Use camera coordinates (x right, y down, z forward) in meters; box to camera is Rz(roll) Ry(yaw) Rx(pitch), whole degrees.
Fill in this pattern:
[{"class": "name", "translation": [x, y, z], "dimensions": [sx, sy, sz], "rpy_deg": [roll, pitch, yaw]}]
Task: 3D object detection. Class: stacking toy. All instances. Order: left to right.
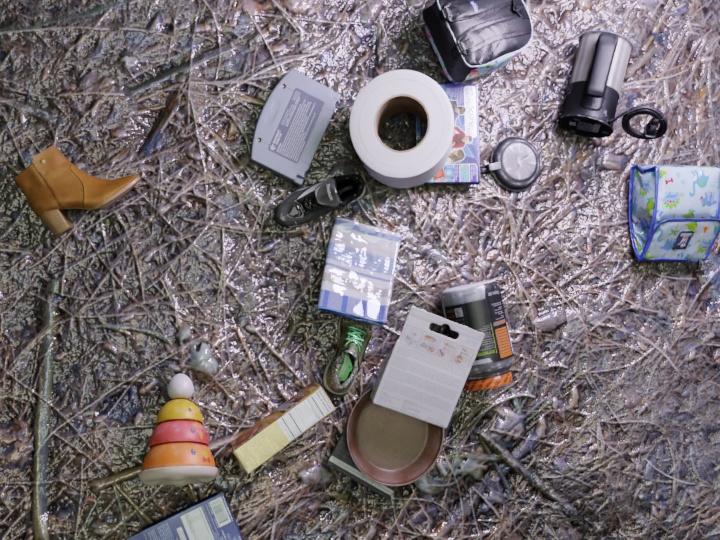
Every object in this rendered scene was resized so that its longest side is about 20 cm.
[{"class": "stacking toy", "translation": [-0.336, 0.290, 1.566], "dimensions": [0.143, 0.146, 0.204], "rpy_deg": [-1, 71, -11]}]

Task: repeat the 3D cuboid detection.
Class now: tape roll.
[{"class": "tape roll", "translation": [0.081, -0.269, 1.640], "dimensions": [0.198, 0.139, 0.207], "rpy_deg": [0, 88, 4]}]

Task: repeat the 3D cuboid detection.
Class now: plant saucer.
[{"class": "plant saucer", "translation": [0.066, 0.317, 1.663], "dimensions": [0.196, 0.037, 0.205], "rpy_deg": [1, 86, -13]}]

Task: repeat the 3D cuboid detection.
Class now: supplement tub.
[{"class": "supplement tub", "translation": [0.234, 0.128, 1.680], "dimensions": [0.120, 0.122, 0.204], "rpy_deg": [-11, 89, -12]}]

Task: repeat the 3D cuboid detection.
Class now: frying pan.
[{"class": "frying pan", "translation": [0.292, -0.232, 1.764], "dimensions": [0.187, 0.031, 0.117], "rpy_deg": [12, 83, -13]}]

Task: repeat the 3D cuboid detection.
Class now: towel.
[{"class": "towel", "translation": [0.000, 0.000, 1.662], "dimensions": [0.144, 0.024, 0.203], "rpy_deg": [15, 66, -9]}]

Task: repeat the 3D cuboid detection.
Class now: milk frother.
[{"class": "milk frother", "translation": [0.532, -0.375, 1.740], "dimensions": [0.197, 0.180, 0.192], "rpy_deg": [17, 84, -7]}]

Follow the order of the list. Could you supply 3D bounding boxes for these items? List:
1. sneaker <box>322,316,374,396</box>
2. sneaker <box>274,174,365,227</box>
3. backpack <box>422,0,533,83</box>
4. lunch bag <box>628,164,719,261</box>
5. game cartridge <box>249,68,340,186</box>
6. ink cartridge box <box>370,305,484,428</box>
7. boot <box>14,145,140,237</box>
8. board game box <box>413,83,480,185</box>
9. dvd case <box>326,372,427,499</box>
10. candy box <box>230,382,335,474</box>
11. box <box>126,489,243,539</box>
[{"class": "sneaker", "translation": [-0.013, 0.148, 1.645], "dimensions": [0.076, 0.089, 0.204], "rpy_deg": [16, 83, -10]}, {"class": "sneaker", "translation": [-0.075, -0.143, 1.649], "dimensions": [0.197, 0.090, 0.067], "rpy_deg": [-23, 90, -12]}, {"class": "backpack", "translation": [0.238, -0.482, 1.701], "dimensions": [0.198, 0.150, 0.180], "rpy_deg": [-26, 88, -17]}, {"class": "lunch bag", "translation": [0.662, -0.119, 1.788], "dimensions": [0.167, 0.127, 0.204], "rpy_deg": [0, 99, -14]}, {"class": "game cartridge", "translation": [-0.136, -0.286, 1.674], "dimensions": [0.131, 0.041, 0.203], "rpy_deg": [26, 82, -12]}, {"class": "ink cartridge box", "translation": [0.127, 0.182, 1.619], "dimensions": [0.158, 0.050, 0.203], "rpy_deg": [20, 96, -10]}, {"class": "boot", "translation": [-0.524, -0.171, 1.568], "dimensions": [0.199, 0.071, 0.145], "rpy_deg": [-32, 96, -7]}, {"class": "board game box", "translation": [0.175, -0.277, 1.727], "dimensions": [0.133, 0.034, 0.204], "rpy_deg": [0, 88, -4]}, {"class": "dvd case", "translation": [0.041, 0.329, 1.683], "dimensions": [0.147, 0.016, 0.202], "rpy_deg": [30, 80, -10]}, {"class": "candy box", "translation": [-0.148, 0.293, 1.596], "dimensions": [0.199, 0.115, 0.056], "rpy_deg": [-36, 95, -11]}, {"class": "box", "translation": [-0.325, 0.510, 1.589], "dimensions": [0.197, 0.032, 0.123], "rpy_deg": [-23, 91, -13]}]
